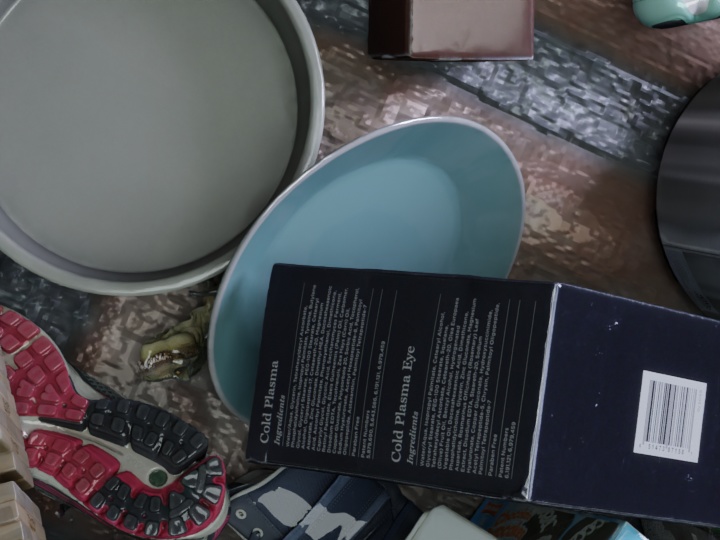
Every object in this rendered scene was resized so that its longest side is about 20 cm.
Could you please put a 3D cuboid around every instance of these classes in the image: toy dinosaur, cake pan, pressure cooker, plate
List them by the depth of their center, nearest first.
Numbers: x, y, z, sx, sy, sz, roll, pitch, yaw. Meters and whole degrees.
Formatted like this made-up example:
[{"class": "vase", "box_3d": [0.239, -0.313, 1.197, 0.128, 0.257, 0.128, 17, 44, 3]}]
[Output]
[{"class": "cake pan", "box_3d": [-0.118, -0.085, 1.229, 0.200, 0.037, 0.200, 0, 84, 0]}, {"class": "plate", "box_3d": [0.000, 0.000, 1.244, 0.200, 0.026, 0.200, -24, 137, -25]}, {"class": "pressure cooker", "box_3d": [0.263, -0.032, 1.255, 0.176, 0.200, 0.179, 19, 90, -12]}, {"class": "toy dinosaur", "box_3d": [-0.045, -0.016, 1.273, 0.200, 0.047, 0.088, -29, 104, -13]}]

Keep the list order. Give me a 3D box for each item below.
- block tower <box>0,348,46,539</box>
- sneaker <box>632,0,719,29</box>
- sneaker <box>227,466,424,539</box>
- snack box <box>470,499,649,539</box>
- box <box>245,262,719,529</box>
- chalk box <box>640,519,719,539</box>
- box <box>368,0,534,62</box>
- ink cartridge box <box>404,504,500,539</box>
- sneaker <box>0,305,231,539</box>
[{"class": "block tower", "box_3d": [-0.189, 0.106, 1.152, 0.058, 0.054, 0.200, -15, 69, 1]}, {"class": "sneaker", "box_3d": [0.215, -0.223, 1.297, 0.200, 0.078, 0.140, -26, 98, -18]}, {"class": "sneaker", "box_3d": [-0.039, 0.189, 1.278, 0.146, 0.077, 0.202, 40, 99, 0]}, {"class": "snack box", "box_3d": [0.133, 0.170, 1.243, 0.116, 0.200, 0.037, 39, 79, -12]}, {"class": "box", "box_3d": [0.079, 0.063, 1.187, 0.200, 0.182, 0.104, 13, 83, -48]}, {"class": "chalk box", "box_3d": [0.248, 0.169, 1.268, 0.124, 0.200, 0.125, -19, 100, -11]}, {"class": "box", "box_3d": [0.049, -0.209, 1.245, 0.075, 0.100, 0.200, 2, 95, -12]}, {"class": "ink cartridge box", "box_3d": [0.079, 0.229, 1.147, 0.200, 0.083, 0.147, 32, 64, 12]}, {"class": "sneaker", "box_3d": [-0.158, 0.086, 1.225, 0.200, 0.075, 0.081, 32, 75, 14]}]
